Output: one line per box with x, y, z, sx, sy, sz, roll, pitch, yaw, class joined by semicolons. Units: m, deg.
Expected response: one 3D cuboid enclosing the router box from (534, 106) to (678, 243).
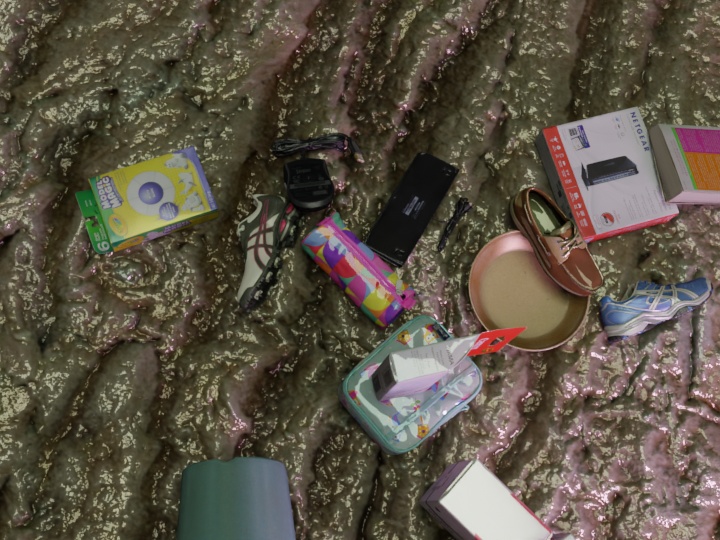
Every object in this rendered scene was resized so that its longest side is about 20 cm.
0.409;-0.159;1.666;0.179;0.049;0.201;-15;76;-11;router box

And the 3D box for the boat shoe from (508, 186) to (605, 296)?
0.310;-0.048;1.571;0.076;0.074;0.200;-37;81;-16;boat shoe

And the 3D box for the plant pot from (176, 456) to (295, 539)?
-0.171;0.369;1.374;0.199;0.200;0.197;-1;66;-7;plant pot

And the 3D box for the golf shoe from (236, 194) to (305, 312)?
-0.158;-0.029;1.550;0.088;0.077;0.200;19;63;6;golf shoe

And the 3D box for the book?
0.586;-0.180;1.671;0.199;0.048;0.134;0;69;-24;book

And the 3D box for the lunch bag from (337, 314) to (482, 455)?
0.081;0.174;1.513;0.200;0.077;0.160;-38;82;-16;lunch bag

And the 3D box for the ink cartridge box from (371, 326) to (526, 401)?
0.125;0.133;1.407;0.199;0.160;0.047;-10;75;-11;ink cartridge box

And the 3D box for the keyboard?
0.104;-0.090;1.624;0.127;0.021;0.200;29;73;8;keyboard

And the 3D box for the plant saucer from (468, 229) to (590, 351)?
0.267;0.034;1.599;0.199;0.035;0.201;2;74;-7;plant saucer

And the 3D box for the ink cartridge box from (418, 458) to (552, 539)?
0.172;0.348;1.411;0.146;0.200;0.083;43;77;6;ink cartridge box

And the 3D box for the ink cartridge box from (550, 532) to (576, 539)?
0.223;0.458;1.414;0.200;0.147;0.083;-28;80;-15;ink cartridge box

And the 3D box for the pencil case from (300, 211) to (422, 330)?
0.000;0.000;1.551;0.200;0.088;0.088;43;73;7;pencil case

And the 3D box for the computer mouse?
-0.057;-0.149;1.574;0.140;0.046;0.200;-10;40;-11;computer mouse

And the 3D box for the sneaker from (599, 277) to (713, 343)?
0.476;0.047;1.601;0.199;0.076;0.077;-21;82;-14;sneaker

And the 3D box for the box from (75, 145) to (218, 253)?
-0.336;-0.109;1.559;0.199;0.048;0.118;-21;77;-11;box
